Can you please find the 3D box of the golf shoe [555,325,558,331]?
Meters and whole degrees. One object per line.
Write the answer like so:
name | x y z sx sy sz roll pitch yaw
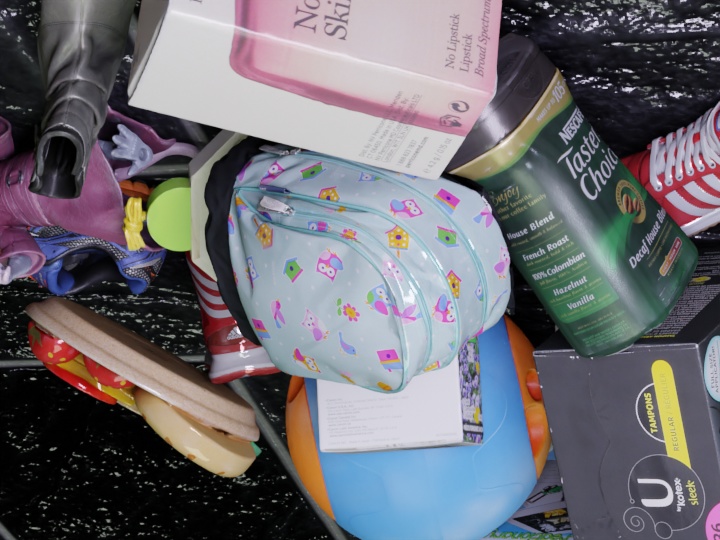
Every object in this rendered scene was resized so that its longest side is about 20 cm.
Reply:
golf shoe | 0.181 0.071 1.947 0.072 0.092 0.200 -2 148 -1

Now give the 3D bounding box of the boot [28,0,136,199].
boot | -0.171 -0.132 1.598 0.067 0.131 0.200 8 152 -4

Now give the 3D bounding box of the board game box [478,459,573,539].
board game box | 0.164 0.187 1.956 0.199 0.126 0.035 -3 115 44

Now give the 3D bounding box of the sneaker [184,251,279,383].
sneaker | -0.089 0.016 1.940 0.078 0.116 0.200 -10 -176 -6

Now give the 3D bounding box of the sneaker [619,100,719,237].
sneaker | 0.224 -0.078 1.679 0.199 0.072 0.113 -9 148 24

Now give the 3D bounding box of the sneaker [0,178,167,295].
sneaker | -0.231 -0.022 1.876 0.199 0.079 0.075 -1 151 14

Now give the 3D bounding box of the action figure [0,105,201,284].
action figure | -0.217 -0.066 1.803 0.199 0.135 0.149 -6 -174 35

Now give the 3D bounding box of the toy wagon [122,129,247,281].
toy wagon | -0.061 -0.044 1.740 0.199 0.040 0.156 -3 117 -7

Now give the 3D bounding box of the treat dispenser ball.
treat dispenser ball | 0.044 0.109 1.929 0.200 0.202 0.201 5 152 3

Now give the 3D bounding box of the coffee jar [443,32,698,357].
coffee jar | 0.123 -0.049 1.650 0.085 0.104 0.200 -26 110 42

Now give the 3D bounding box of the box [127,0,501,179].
box | -0.024 -0.152 1.531 0.199 0.128 0.109 13 151 -13

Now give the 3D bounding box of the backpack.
backpack | 0.000 0.000 1.632 0.199 0.127 0.167 12 133 43

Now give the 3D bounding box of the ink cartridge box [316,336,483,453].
ink cartridge box | 0.024 0.025 1.810 0.108 0.201 0.050 -6 172 22

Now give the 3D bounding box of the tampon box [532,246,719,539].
tampon box | 0.227 0.084 1.768 0.126 0.200 0.151 -4 109 33

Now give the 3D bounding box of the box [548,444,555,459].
box | 0.154 0.114 2.082 0.199 0.048 0.122 4 153 6

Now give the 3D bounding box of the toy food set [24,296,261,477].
toy food set | -0.157 0.081 1.871 0.199 0.049 0.198 29 180 -2
